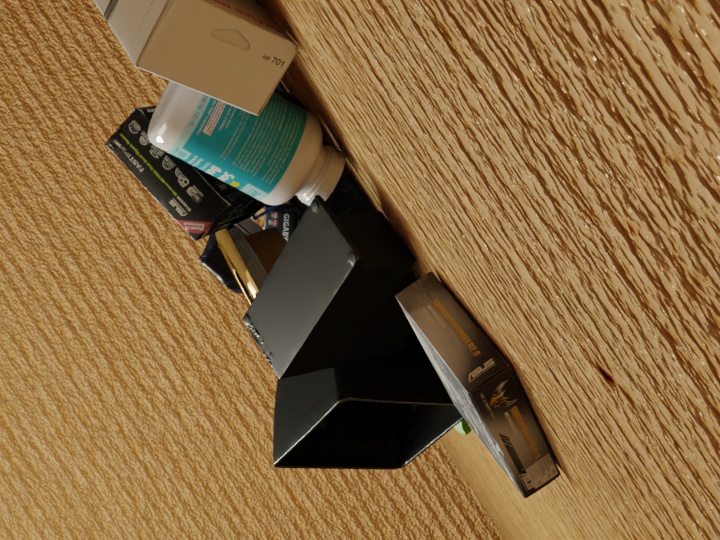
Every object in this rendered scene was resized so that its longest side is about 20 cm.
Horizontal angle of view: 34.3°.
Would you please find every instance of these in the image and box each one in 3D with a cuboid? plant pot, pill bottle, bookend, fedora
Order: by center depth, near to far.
[{"bbox_3d":[-0.118,-0.142,1.249,0.199,0.111,0.111,27,-174,-19],"label":"pill bottle"},{"bbox_3d":[0.002,0.011,1.311,0.092,0.198,0.200,54,132,26],"label":"bookend"},{"bbox_3d":[-0.106,0.013,1.445,0.201,0.082,0.201,59,172,13],"label":"fedora"},{"bbox_3d":[0.001,0.135,1.505,0.200,0.199,0.178,-47,47,46],"label":"plant pot"}]

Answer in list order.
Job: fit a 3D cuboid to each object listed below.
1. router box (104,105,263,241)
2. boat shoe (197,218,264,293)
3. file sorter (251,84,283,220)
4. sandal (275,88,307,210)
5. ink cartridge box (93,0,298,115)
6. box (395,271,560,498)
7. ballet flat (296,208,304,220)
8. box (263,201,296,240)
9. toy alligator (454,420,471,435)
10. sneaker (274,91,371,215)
[{"bbox_3d":[-0.189,-0.122,1.360,0.150,0.062,0.200,48,-163,2],"label":"router box"},{"bbox_3d":[-0.127,0.005,1.573,0.200,0.093,0.075,39,178,-17],"label":"boat shoe"},{"bbox_3d":[-0.141,-0.179,1.524,0.200,0.122,0.139,56,177,-1],"label":"file sorter"},{"bbox_3d":[-0.092,-0.171,1.414,0.201,0.054,0.082,65,168,7],"label":"sandal"},{"bbox_3d":[-0.169,-0.252,1.130,0.146,0.086,0.200,18,-154,-39],"label":"ink cartridge box"},{"bbox_3d":[0.120,0.118,1.182,0.159,0.048,0.200,54,175,47],"label":"box"},{"bbox_3d":[-0.051,-0.096,1.525,0.057,0.066,0.200,57,169,-6],"label":"ballet flat"},{"bbox_3d":[-0.115,-0.065,1.711,0.200,0.046,0.160,-89,4,-61],"label":"box"},{"bbox_3d":[0.099,0.143,1.648,0.200,0.059,0.054,52,135,12],"label":"toy alligator"},{"bbox_3d":[-0.053,-0.115,1.362,0.201,0.066,0.078,57,179,-1],"label":"sneaker"}]
